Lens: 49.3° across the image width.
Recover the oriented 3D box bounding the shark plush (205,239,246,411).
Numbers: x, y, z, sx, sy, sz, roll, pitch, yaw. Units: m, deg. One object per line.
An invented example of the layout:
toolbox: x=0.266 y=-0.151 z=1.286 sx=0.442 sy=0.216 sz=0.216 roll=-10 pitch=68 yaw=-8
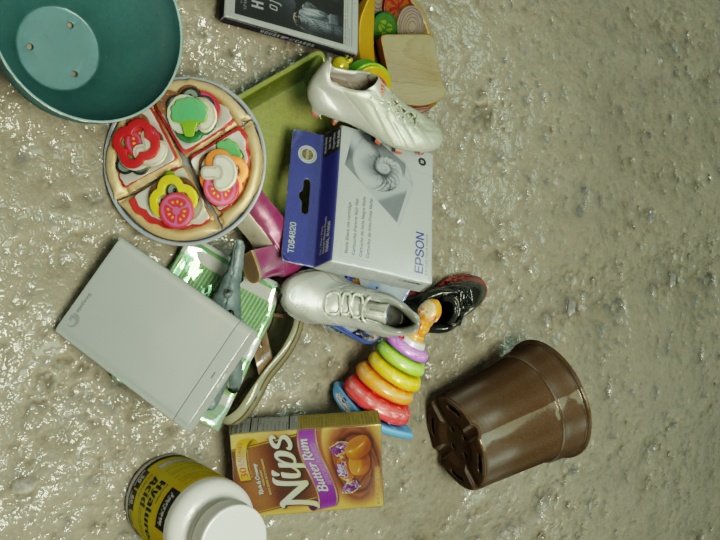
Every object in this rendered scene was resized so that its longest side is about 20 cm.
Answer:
shark plush: x=-0.157 y=0.068 z=0.942 sx=0.090 sy=0.083 sz=0.202 roll=26 pitch=76 yaw=-10

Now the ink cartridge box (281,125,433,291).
ink cartridge box: x=0.002 y=-0.087 z=1.023 sx=0.197 sy=0.041 sz=0.203 roll=11 pitch=65 yaw=-20

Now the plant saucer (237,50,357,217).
plant saucer: x=-0.093 y=-0.165 z=1.073 sx=0.199 sy=0.048 sz=0.202 roll=-38 pitch=113 yaw=-30

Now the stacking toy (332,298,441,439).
stacking toy: x=0.057 y=0.127 z=1.113 sx=0.109 sy=0.116 sz=0.202 roll=24 pitch=102 yaw=-36

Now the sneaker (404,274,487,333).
sneaker: x=0.139 y=0.053 z=1.221 sx=0.198 sy=0.097 sz=0.072 roll=-16 pitch=99 yaw=-36

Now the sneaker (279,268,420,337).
sneaker: x=-0.009 y=0.043 z=1.018 sx=0.197 sy=0.087 sz=0.076 roll=11 pitch=87 yaw=-25

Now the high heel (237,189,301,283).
high heel: x=-0.128 y=-0.089 z=0.999 sx=0.095 sy=0.067 sz=0.203 roll=-22 pitch=92 yaw=-47

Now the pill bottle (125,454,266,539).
pill bottle: x=-0.192 y=0.290 z=0.919 sx=0.110 sy=0.199 sz=0.113 roll=-1 pitch=91 yaw=-36

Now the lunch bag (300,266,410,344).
lunch bag: x=0.000 y=0.000 z=1.109 sx=0.160 sy=0.075 sz=0.202 roll=33 pitch=84 yaw=-38

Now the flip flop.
flip flop: x=-0.137 y=0.107 z=1.036 sx=0.057 sy=0.081 sz=0.202 roll=38 pitch=75 yaw=-24

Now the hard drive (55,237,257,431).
hard drive: x=-0.234 y=0.070 z=0.896 sx=0.199 sy=0.027 sz=0.133 roll=32 pitch=82 yaw=14

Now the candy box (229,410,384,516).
candy box: x=-0.070 y=0.254 z=1.035 sx=0.196 sy=0.057 sz=0.119 roll=-3 pitch=102 yaw=-3

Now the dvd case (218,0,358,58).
dvd case: x=-0.092 y=-0.382 z=1.058 sx=0.197 sy=0.025 sz=0.153 roll=7 pitch=78 yaw=-31

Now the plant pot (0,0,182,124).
plant pot: x=-0.312 y=-0.254 z=0.854 sx=0.198 sy=0.134 sz=0.204 roll=-1 pitch=91 yaw=-36

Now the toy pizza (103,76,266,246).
toy pizza: x=-0.210 y=-0.131 z=0.929 sx=0.197 sy=0.032 sz=0.204 roll=0 pitch=88 yaw=2

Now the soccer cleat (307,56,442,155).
soccer cleat: x=0.027 y=-0.211 z=1.022 sx=0.197 sy=0.078 sz=0.070 roll=18 pitch=42 yaw=-18

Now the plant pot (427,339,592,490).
plant pot: x=0.224 y=0.237 z=1.244 sx=0.196 sy=0.199 sz=0.204 roll=-18 pitch=102 yaw=-26

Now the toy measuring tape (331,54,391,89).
toy measuring tape: x=0.031 y=-0.234 z=1.101 sx=0.200 sy=0.073 sz=0.074 roll=41 pitch=68 yaw=-37

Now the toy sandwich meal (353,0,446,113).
toy sandwich meal: x=0.055 y=-0.331 z=1.164 sx=0.203 sy=0.070 sz=0.209 roll=-1 pitch=92 yaw=-36

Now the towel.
towel: x=-0.200 y=0.075 z=0.983 sx=0.151 sy=0.023 sz=0.202 roll=28 pitch=74 yaw=-9
